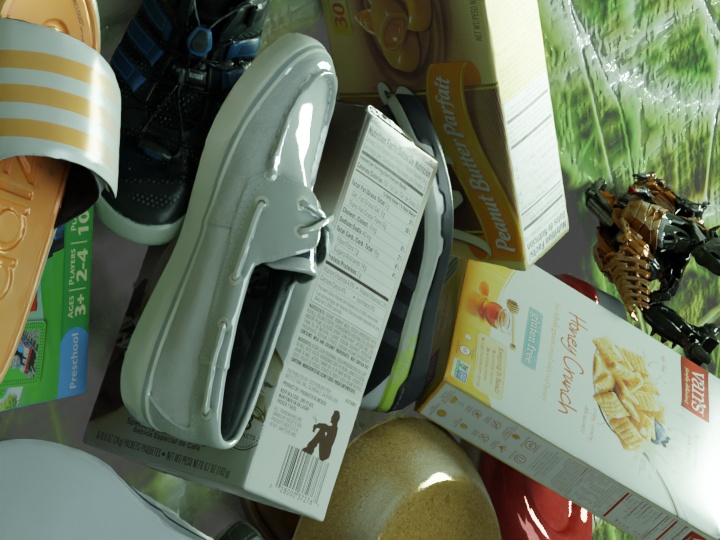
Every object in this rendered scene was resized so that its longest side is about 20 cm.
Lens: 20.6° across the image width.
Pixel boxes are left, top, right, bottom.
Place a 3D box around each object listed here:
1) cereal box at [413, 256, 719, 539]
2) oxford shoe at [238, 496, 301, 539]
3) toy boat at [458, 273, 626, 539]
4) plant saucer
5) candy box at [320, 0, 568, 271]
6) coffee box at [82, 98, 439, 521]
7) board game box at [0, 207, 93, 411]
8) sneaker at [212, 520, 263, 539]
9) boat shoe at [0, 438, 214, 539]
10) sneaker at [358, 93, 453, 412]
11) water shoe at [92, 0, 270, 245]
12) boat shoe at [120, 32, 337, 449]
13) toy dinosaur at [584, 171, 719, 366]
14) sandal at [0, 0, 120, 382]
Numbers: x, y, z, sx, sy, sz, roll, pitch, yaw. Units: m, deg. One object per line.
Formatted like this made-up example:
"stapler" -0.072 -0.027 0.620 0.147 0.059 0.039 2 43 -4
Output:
"cereal box" 0.133 0.076 1.206 0.199 0.040 0.144 30 38 -13
"oxford shoe" -0.007 0.146 1.158 0.072 0.071 0.200 -60 139 -21
"toy boat" 0.148 0.109 1.310 0.130 0.130 0.202 22 81 -54
"plant saucer" 0.029 0.185 1.125 0.199 0.035 0.202 -11 104 -51
"candy box" 0.046 -0.106 1.119 0.055 0.115 0.201 -40 130 -40
"coffee box" -0.050 0.013 1.022 0.080 0.112 0.202 31 73 -53
"board game box" -0.199 -0.006 0.875 0.199 0.036 0.153 -11 108 -52
"sneaker" -0.031 0.201 1.125 0.080 0.074 0.200 -58 142 -6
"boat shoe" -0.117 0.142 0.991 0.199 0.066 0.072 27 76 -26
"sneaker" 0.000 0.000 1.102 0.082 0.072 0.202 -2 118 -14
"water shoe" -0.084 -0.113 0.957 0.079 0.071 0.201 115 -9 -70
"boat shoe" -0.048 -0.012 0.940 0.201 0.068 0.072 -65 152 -6
"toy dinosaur" 0.201 -0.004 1.354 0.200 0.135 0.102 -51 179 -44
"sandal" -0.138 -0.037 0.868 0.079 0.059 0.209 15 85 -55
